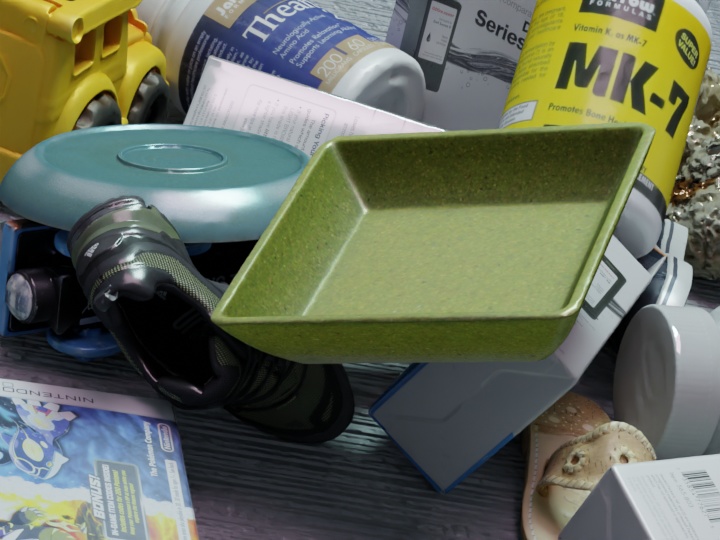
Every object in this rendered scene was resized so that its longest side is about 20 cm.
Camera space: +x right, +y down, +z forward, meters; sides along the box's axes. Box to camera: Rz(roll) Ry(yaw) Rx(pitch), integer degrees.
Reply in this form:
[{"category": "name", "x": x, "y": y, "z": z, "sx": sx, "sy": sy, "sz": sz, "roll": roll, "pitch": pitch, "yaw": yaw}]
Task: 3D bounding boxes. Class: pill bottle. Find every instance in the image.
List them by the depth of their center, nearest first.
[{"category": "pill bottle", "x": 0.257, "y": 0.075, "z": 1.561, "sx": 0.199, "sy": 0.110, "sz": 0.110, "roll": 6, "pitch": 27, "yaw": -18}, {"category": "pill bottle", "x": 0.152, "y": -0.116, "z": 1.627, "sx": 0.114, "sy": 0.114, "sz": 0.201, "roll": 16, "pitch": 68, "yaw": 2}, {"category": "pill bottle", "x": -0.063, "y": -0.137, "z": 1.803, "sx": 0.200, "sy": 0.111, "sz": 0.111, "roll": 30, "pitch": 30, "yaw": 28}]

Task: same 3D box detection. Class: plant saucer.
[{"category": "plant saucer", "x": 0.047, "y": -0.008, "z": 1.413, "sx": 0.199, "sy": 0.048, "sz": 0.200, "roll": -1, "pitch": 31, "yaw": 21}, {"category": "plant saucer", "x": -0.109, "y": -0.055, "z": 1.527, "sx": 0.199, "sy": 0.028, "sz": 0.200, "roll": 4, "pitch": 16, "yaw": -1}]

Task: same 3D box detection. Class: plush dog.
[{"category": "plush dog", "x": 0.264, "y": -0.054, "z": 1.830, "sx": 0.199, "sy": 0.161, "sz": 0.172, "roll": -2, "pitch": 30, "yaw": 32}]

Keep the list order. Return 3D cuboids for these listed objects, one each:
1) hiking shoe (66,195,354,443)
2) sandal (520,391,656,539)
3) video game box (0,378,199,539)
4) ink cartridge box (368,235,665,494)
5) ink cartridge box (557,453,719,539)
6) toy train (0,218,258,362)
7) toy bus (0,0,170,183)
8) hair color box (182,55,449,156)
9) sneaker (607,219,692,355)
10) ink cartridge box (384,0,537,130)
[{"category": "hiking shoe", "x": -0.080, "y": 0.050, "z": 1.422, "sx": 0.200, "sy": 0.076, "sz": 0.101, "roll": 37, "pitch": 25, "yaw": -29}, {"category": "sandal", "x": 0.130, "y": 0.108, "z": 1.471, "sx": 0.077, "sy": 0.070, "sz": 0.212, "roll": 10, "pitch": 26, "yaw": -10}, {"category": "video game box", "x": -0.174, "y": 0.120, "z": 1.311, "sx": 0.181, "sy": 0.047, "sz": 0.200, "roll": 6, "pitch": 27, "yaw": -14}, {"category": "ink cartridge box", "x": 0.095, "y": 0.035, "z": 1.528, "sx": 0.068, "sy": 0.116, "sz": 0.200, "roll": 47, "pitch": 29, "yaw": 0}, {"category": "ink cartridge box", "x": 0.219, "y": 0.158, "z": 1.392, "sx": 0.199, "sy": 0.068, "sz": 0.115, "roll": -3, "pitch": 51, "yaw": -32}, {"category": "toy train", "x": -0.131, "y": -0.006, "z": 1.545, "sx": 0.199, "sy": 0.087, "sz": 0.114, "roll": -10, "pitch": 26, "yaw": -37}, {"category": "toy bus", "x": -0.197, "y": -0.164, "z": 1.696, "sx": 0.135, "sy": 0.193, "sz": 0.200, "roll": 20, "pitch": 25, "yaw": 14}, {"category": "hair color box", "x": -0.018, "y": -0.054, "z": 1.669, "sx": 0.199, "sy": 0.061, "sz": 0.100, "roll": 18, "pitch": 71, "yaw": 5}, {"category": "sneaker", "x": 0.164, "y": 0.009, "z": 1.680, "sx": 0.079, "sy": 0.079, "sz": 0.200, "roll": 20, "pitch": 16, "yaw": -1}, {"category": "ink cartridge box", "x": 0.094, "y": -0.144, "z": 1.801, "sx": 0.145, "sy": 0.201, "sz": 0.084, "roll": 33, "pitch": 31, "yaw": 33}]
